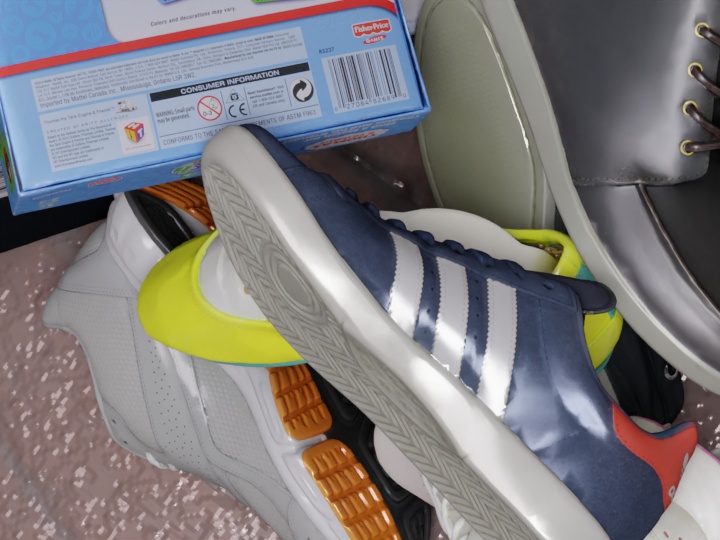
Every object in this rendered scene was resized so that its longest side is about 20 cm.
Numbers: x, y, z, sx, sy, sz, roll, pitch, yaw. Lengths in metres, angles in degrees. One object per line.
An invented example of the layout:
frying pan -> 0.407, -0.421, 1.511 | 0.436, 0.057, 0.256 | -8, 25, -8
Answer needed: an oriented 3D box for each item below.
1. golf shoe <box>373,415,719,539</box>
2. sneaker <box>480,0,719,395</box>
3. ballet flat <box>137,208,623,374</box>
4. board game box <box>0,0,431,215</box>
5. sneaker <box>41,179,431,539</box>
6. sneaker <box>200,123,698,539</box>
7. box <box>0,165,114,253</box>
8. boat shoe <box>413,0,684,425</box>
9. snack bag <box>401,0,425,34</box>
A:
golf shoe -> 0.056, 0.089, 1.083 | 0.091, 0.076, 0.200 | -41, 29, -23
sneaker -> 0.120, -0.060, 1.042 | 0.106, 0.075, 0.201 | -35, 74, 35
ballet flat -> 0.000, 0.000, 1.090 | 0.199, 0.067, 0.067 | 6, 60, 24
board game box -> -0.073, -0.133, 1.052 | 0.150, 0.037, 0.201 | -12, 82, -14
sneaker -> -0.052, 0.061, 1.196 | 0.092, 0.076, 0.200 | -45, 72, 30
sneaker -> 0.033, 0.014, 1.010 | 0.084, 0.075, 0.200 | -42, 88, -18
box -> -0.160, -0.130, 1.170 | 0.123, 0.200, 0.197 | -18, 74, -15
boat shoe -> 0.079, -0.021, 1.130 | 0.074, 0.066, 0.200 | -11, 100, 57
snack bag -> -0.012, -0.174, 1.151 | 0.021, 0.188, 0.201 | -38, 70, 40
